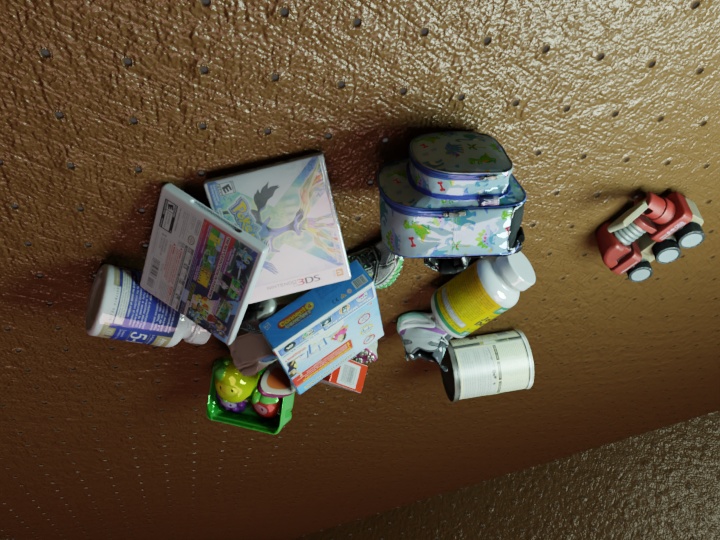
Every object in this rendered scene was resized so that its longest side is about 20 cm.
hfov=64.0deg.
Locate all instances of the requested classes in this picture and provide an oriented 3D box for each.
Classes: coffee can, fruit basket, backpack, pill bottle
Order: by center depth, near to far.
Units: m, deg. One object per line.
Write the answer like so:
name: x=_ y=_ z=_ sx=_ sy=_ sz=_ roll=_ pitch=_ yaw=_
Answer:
backpack: x=0.122 y=-0.112 z=0.831 sx=0.195 sy=0.184 sz=0.149 roll=-6 pitch=124 yaw=0
pill bottle: x=-0.360 y=0.068 z=1.003 sx=0.197 sy=0.122 sz=0.120 roll=15 pitch=139 yaw=-34
pill bottle: x=0.243 y=0.041 z=1.147 sx=0.111 sy=0.115 sz=0.199 roll=18 pitch=137 yaw=-37
fruit basket: x=-0.257 y=0.266 z=1.268 sx=0.211 sy=0.159 sz=0.216 roll=8 pitch=174 yaw=1
coffee can: x=0.306 y=0.233 z=1.418 sx=0.195 sy=0.149 sz=0.147 roll=-8 pitch=147 yaw=-5

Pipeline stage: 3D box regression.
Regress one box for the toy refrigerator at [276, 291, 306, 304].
toy refrigerator: x=-0.142 y=-0.018 z=0.985 sx=0.074 sy=0.071 sz=0.201 roll=-9 pitch=146 yaw=-2

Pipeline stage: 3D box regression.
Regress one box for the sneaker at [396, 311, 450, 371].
sneaker: x=0.185 y=0.152 z=1.267 sx=0.196 sy=0.142 sz=0.078 roll=-15 pitch=147 yaw=7

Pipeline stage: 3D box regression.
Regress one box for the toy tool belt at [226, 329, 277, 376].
toy tool belt: x=-0.169 y=0.134 z=1.185 sx=0.197 sy=0.127 sz=0.122 roll=-25 pitch=176 yaw=25

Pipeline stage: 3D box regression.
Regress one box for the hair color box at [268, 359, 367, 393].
hair color box: x=-0.095 y=0.208 z=1.259 sx=0.197 sy=0.065 sz=0.110 roll=3 pitch=161 yaw=42

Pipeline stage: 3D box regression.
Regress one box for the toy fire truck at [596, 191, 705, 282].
toy fire truck: x=0.503 y=-0.072 z=1.065 sx=0.197 sy=0.131 sz=0.176 roll=21 pitch=138 yaw=-22

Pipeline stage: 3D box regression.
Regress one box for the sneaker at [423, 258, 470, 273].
sneaker: x=0.170 y=-0.035 z=1.012 sx=0.198 sy=0.113 sz=0.076 roll=22 pitch=135 yaw=-40

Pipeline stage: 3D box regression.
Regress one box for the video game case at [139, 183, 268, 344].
video game case: x=-0.245 y=-0.005 z=0.885 sx=0.180 sy=0.023 sz=0.202 roll=32 pitch=124 yaw=5

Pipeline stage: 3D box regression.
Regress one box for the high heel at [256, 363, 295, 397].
high heel: x=-0.167 y=0.224 z=1.115 sx=0.095 sy=0.068 sz=0.199 roll=-35 pitch=168 yaw=16

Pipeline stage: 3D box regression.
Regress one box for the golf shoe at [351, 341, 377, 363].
golf shoe: x=-0.022 y=0.112 z=1.215 sx=0.074 sy=0.093 sz=0.201 roll=-6 pitch=139 yaw=29

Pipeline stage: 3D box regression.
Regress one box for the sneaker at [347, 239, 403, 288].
sneaker: x=0.000 y=0.000 z=1.046 sx=0.084 sy=0.079 sz=0.199 roll=22 pitch=135 yaw=-39

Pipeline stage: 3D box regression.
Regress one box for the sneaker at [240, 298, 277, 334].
sneaker: x=-0.180 y=0.071 z=1.016 sx=0.078 sy=0.077 sz=0.199 roll=27 pitch=162 yaw=-24

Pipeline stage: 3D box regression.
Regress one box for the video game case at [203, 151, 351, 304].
video game case: x=-0.121 y=-0.059 z=0.872 sx=0.178 sy=0.022 sz=0.204 roll=-13 pitch=113 yaw=0

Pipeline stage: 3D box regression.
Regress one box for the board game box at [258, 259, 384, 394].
board game box: x=-0.059 y=0.105 z=1.008 sx=0.198 sy=0.056 sz=0.197 roll=-33 pitch=149 yaw=-13
